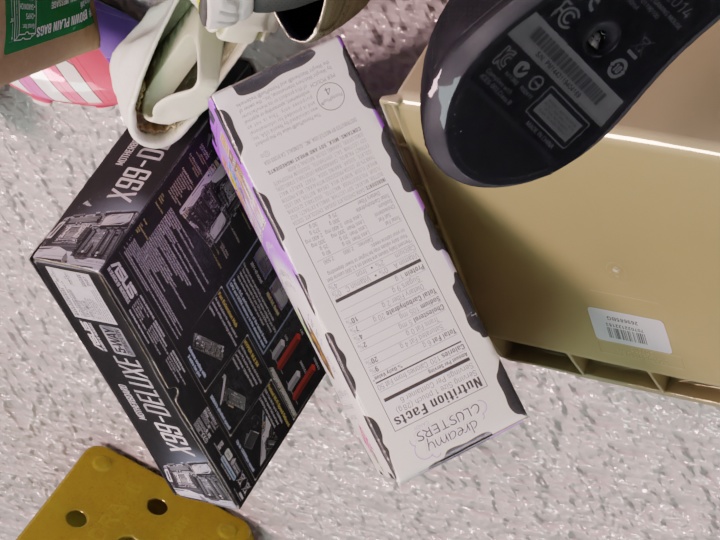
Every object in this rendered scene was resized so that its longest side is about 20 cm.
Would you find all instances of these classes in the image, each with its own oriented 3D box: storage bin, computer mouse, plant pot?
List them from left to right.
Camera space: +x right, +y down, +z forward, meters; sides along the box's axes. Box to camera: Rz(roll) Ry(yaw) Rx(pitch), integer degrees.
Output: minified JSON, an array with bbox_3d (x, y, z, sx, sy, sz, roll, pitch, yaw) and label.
[{"bbox_3d":[-0.177,0.249,1.725,0.200,0.200,0.177,28,137,9],"label":"plant pot"},{"bbox_3d":[0.101,-0.115,0.957,0.139,0.200,0.053,45,-173,-44],"label":"computer mouse"},{"bbox_3d":[0.138,-0.031,1.124,0.200,0.094,0.199,11,144,31],"label":"storage bin"}]

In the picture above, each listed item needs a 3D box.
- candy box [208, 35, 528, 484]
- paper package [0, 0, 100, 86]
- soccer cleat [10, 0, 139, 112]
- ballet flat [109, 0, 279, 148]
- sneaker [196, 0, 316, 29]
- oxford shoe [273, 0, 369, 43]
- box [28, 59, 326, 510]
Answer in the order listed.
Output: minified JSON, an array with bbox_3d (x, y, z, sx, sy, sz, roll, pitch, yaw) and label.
[{"bbox_3d":[0.000,0.000,1.176,0.200,0.071,0.168,63,176,2],"label":"candy box"},{"bbox_3d":[-0.252,-0.145,1.177,0.190,0.200,0.104,10,110,22],"label":"paper package"},{"bbox_3d":[-0.192,-0.148,1.293,0.200,0.067,0.077,25,144,19],"label":"soccer cleat"},{"bbox_3d":[-0.069,-0.125,1.180,0.069,0.069,0.200,36,140,-5],"label":"ballet flat"},{"bbox_3d":[-0.028,-0.180,0.972,0.084,0.075,0.200,-9,149,-13],"label":"sneaker"},{"bbox_3d":[-0.036,-0.194,1.052,0.070,0.075,0.200,-4,123,33],"label":"oxford shoe"},{"bbox_3d":[-0.082,0.007,1.315,0.050,0.158,0.200,9,143,34],"label":"box"}]
